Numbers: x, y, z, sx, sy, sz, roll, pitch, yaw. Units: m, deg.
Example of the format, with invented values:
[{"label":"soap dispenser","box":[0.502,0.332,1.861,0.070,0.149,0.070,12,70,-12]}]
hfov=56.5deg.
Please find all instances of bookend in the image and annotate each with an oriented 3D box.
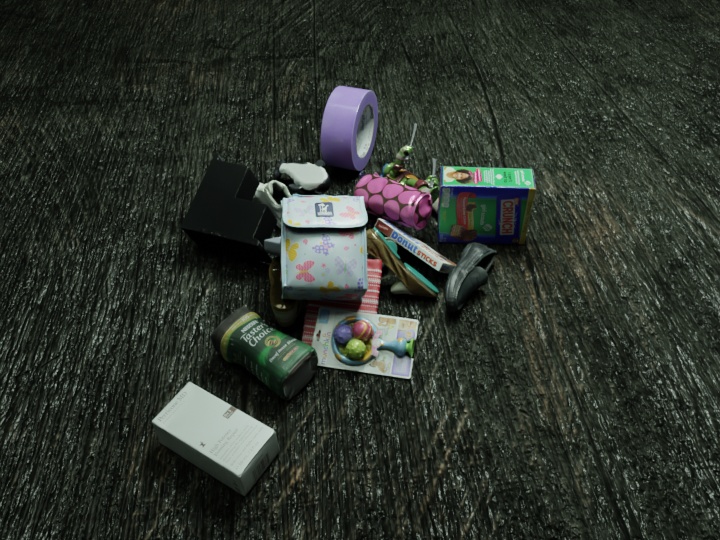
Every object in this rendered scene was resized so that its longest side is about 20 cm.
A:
[{"label":"bookend","box":[-0.267,-0.143,1.510,0.197,0.092,0.202,13,70,18]}]

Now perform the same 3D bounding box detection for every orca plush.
[{"label":"orca plush","box":[-0.137,-0.215,1.652,0.199,0.071,0.106,8,53,37]}]

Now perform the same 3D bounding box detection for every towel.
[{"label":"towel","box":[-0.036,0.065,1.335,0.143,0.023,0.202,5,70,7]}]

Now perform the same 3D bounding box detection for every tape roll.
[{"label":"tape roll","box":[-0.025,-0.357,1.688,0.084,0.201,0.201,12,46,15]}]

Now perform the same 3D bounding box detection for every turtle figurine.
[{"label":"turtle figurine","box":[0.150,-0.234,1.595,0.199,0.145,0.194,-28,52,-18]}]

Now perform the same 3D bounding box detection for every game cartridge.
[{"label":"game cartridge","box":[-0.099,-0.060,1.445,0.198,0.041,0.133,-10,16,-30]}]

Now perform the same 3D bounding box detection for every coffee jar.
[{"label":"coffee jar","box":[-0.183,0.151,1.263,0.199,0.086,0.104,26,51,27]}]

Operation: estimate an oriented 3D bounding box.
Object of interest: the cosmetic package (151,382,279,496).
[{"label":"cosmetic package","box":[-0.246,0.283,1.142,0.199,0.074,0.102,22,49,23]}]

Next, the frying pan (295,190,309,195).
[{"label":"frying pan","box":[-0.099,-0.141,1.593,0.188,0.031,0.115,9,43,27]}]

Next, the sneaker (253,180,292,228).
[{"label":"sneaker","box":[-0.212,-0.182,1.593,0.199,0.100,0.078,31,54,30]}]

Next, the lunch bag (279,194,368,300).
[{"label":"lunch bag","box":[-0.072,-0.051,1.288,0.168,0.127,0.202,2,74,-6]}]

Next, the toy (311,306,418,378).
[{"label":"toy","box":[0.005,0.131,1.271,0.198,0.047,0.116,8,70,7]}]

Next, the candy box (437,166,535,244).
[{"label":"candy box","box":[0.271,-0.141,1.471,0.198,0.170,0.078,1,47,5]}]

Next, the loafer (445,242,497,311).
[{"label":"loafer","box":[0.229,0.012,1.390,0.070,0.069,0.201,9,42,26]}]

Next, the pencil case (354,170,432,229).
[{"label":"pencil case","box":[0.076,-0.162,1.524,0.199,0.091,0.094,27,65,39]}]

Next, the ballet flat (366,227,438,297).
[{"label":"ballet flat","box":[0.071,0.001,1.390,0.072,0.200,0.068,-45,6,9]}]

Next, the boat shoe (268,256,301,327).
[{"label":"boat shoe","box":[-0.155,0.037,1.390,0.073,0.067,0.201,2,36,1]}]

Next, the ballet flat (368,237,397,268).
[{"label":"ballet flat","box":[0.000,0.000,1.431,0.200,0.068,0.063,-42,27,-27]}]

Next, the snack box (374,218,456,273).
[{"label":"snack box","box":[0.121,-0.053,1.468,0.200,0.024,0.072,37,16,34]}]
